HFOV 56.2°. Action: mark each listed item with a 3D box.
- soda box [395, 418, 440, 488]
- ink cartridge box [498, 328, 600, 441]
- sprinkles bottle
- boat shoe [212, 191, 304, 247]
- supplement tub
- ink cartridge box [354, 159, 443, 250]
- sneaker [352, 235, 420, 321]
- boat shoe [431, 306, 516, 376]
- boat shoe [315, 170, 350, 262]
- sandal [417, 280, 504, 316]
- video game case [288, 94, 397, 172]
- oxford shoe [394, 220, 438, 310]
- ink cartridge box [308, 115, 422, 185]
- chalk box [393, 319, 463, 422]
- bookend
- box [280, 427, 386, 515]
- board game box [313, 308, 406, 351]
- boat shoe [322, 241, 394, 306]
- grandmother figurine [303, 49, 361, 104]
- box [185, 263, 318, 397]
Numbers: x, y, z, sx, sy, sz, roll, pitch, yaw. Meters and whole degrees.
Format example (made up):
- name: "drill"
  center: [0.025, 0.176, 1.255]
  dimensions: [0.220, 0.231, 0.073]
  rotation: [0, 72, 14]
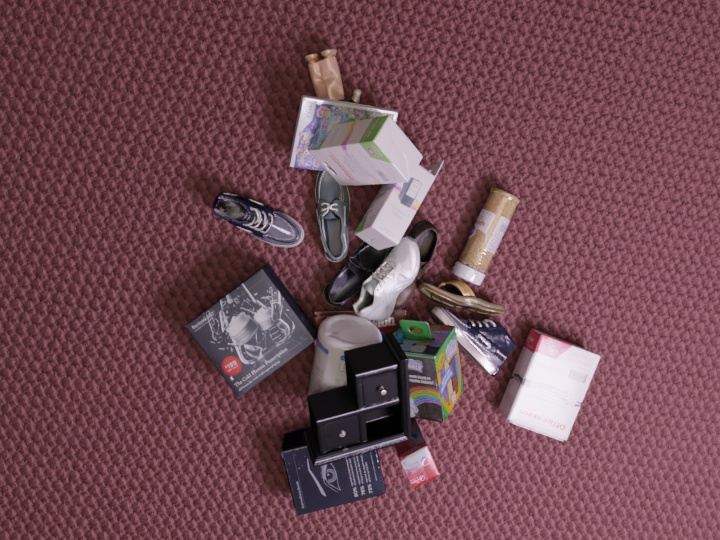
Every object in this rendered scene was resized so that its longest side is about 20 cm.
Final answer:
- name: "soda box"
  center: [0.108, 0.368, 1.395]
  dimensions: [0.063, 0.200, 0.070]
  rotation: [-25, 98, 0]
- name: "ink cartridge box"
  center: [0.406, 0.247, 1.463]
  dimensions: [0.145, 0.085, 0.202]
  rotation: [20, 93, -6]
- name: "sprinkles bottle"
  center: [0.264, -0.071, 1.422]
  dimensions: [0.068, 0.068, 0.201]
  rotation: [25, 94, -7]
- name: "boat shoe"
  center: [-0.209, -0.099, 1.370]
  dimensions: [0.199, 0.093, 0.075]
  rotation: [21, 95, -6]
- name: "supplement tub"
  center: [-0.035, 0.204, 1.372]
  dimensions: [0.131, 0.132, 0.201]
  rotation: [9, 117, -5]
- name: "ink cartridge box"
  center: [0.077, -0.147, 1.352]
  dimensions: [0.067, 0.117, 0.201]
  rotation: [33, 76, -13]
- name: "sneaker"
  center: [0.054, 0.021, 1.366]
  dimensions: [0.080, 0.070, 0.201]
  rotation: [6, 119, -45]
- name: "boat shoe"
  center: [0.244, 0.127, 1.441]
  dimensions: [0.093, 0.075, 0.200]
  rotation: [-46, 105, -6]
- name: "boat shoe"
  center: [-0.055, -0.117, 1.395]
  dimensions: [0.072, 0.062, 0.202]
  rotation: [-4, 96, -2]
- name: "sandal"
  center: [0.215, 0.051, 1.433]
  dimensions: [0.198, 0.080, 0.054]
  rotation: [15, 78, -9]
- name: "video game case"
  center: [-0.034, -0.264, 1.349]
  dimensions: [0.198, 0.018, 0.144]
  rotation: [4, 120, -21]
- name: "oxford shoe"
  center: [0.104, -0.008, 1.410]
  dimensions: [0.072, 0.084, 0.201]
  rotation: [21, 96, -8]
- name: "ink cartridge box"
  center: [0.006, -0.225, 1.295]
  dimensions: [0.117, 0.199, 0.068]
  rotation: [44, 65, -35]
- name: "chalk box"
  center: [0.125, 0.184, 1.372]
  dimensions: [0.124, 0.124, 0.202]
  rotation: [3, 115, 28]
- name: "bookend"
  center: [-0.012, 0.242, 1.267]
  dimensions: [0.197, 0.092, 0.202]
  rotation: [-12, 121, -14]
- name: "box"
  center: [-0.058, 0.410, 1.435]
  dimensions: [0.198, 0.104, 0.149]
  rotation: [-12, 98, -2]
- name: "board game box"
  center: [0.000, 0.135, 1.451]
  dimensions: [0.198, 0.019, 0.104]
  rotation: [-2, 95, -4]
- name: "boat shoe"
  center: [0.000, 0.000, 1.414]
  dimensions: [0.200, 0.062, 0.075]
  rotation: [-45, 96, 0]
- name: "grandmother figurine"
  center: [-0.054, -0.342, 1.375]
  dimensions: [0.120, 0.061, 0.202]
  rotation: [-8, 101, 24]
- name: "box"
  center: [-0.218, 0.120, 1.381]
  dimensions: [0.199, 0.104, 0.183]
  rotation: [-37, 94, 4]
